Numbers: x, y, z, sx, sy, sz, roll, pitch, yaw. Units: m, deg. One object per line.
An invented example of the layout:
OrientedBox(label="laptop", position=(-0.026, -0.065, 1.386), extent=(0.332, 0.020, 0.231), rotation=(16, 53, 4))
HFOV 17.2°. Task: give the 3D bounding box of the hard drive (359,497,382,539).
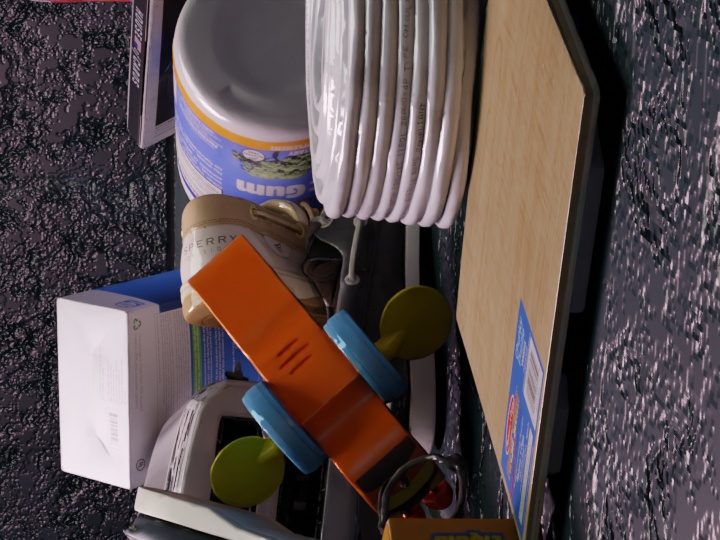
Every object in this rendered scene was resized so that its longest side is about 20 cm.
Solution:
OrientedBox(label="hard drive", position=(-0.003, 0.133, 1.359), extent=(0.200, 0.026, 0.133), rotation=(104, 163, -63))

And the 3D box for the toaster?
OrientedBox(label="toaster", position=(-0.058, 0.138, 1.256), extent=(0.129, 0.113, 0.201), rotation=(130, 149, -72))

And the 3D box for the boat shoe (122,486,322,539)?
OrientedBox(label="boat shoe", position=(-0.031, 0.150, 1.067), extent=(0.075, 0.199, 0.062), rotation=(16, -90, -58))

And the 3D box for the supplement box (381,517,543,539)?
OrientedBox(label="supplement box", position=(0.033, 0.179, 0.962), extent=(0.201, 0.066, 0.069), rotation=(100, 169, -52))

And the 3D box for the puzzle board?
OrientedBox(label="puzzle board", position=(0.064, -0.019, 0.894), extent=(0.151, 0.017, 0.201), rotation=(-104, 14, -54))

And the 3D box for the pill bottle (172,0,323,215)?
OrientedBox(label="pill bottle", position=(-0.049, -0.082, 1.339), extent=(0.200, 0.111, 0.113), rotation=(96, 170, -66))

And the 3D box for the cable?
OrientedBox(label="cable", position=(0.012, -0.118, 1.024), extent=(0.201, 0.069, 0.201), rotation=(-96, 9, -54))

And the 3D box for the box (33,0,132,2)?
OrientedBox(label="box", position=(-0.112, -0.218, 1.470), extent=(0.095, 0.198, 0.100), rotation=(-158, 67, -83))

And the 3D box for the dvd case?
OrientedBox(label="dvd case", position=(-0.063, -0.156, 1.348), extent=(0.025, 0.150, 0.200), rotation=(55, 160, 17))

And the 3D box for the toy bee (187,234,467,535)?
OrientedBox(label="toy bee", position=(-0.007, 0.077, 1.088), extent=(0.109, 0.130, 0.201), rotation=(51, -161, -50))

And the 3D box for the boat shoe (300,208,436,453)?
OrientedBox(label="boat shoe", position=(0.000, 0.000, 1.192), extent=(0.074, 0.060, 0.201), rotation=(103, 164, -64))

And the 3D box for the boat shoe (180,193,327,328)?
OrientedBox(label="boat shoe", position=(-0.040, -0.005, 1.260), extent=(0.200, 0.073, 0.070), rotation=(18, -120, -72))

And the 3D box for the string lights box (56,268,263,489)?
OrientedBox(label="string lights box", position=(-0.086, 0.052, 1.390), extent=(0.059, 0.199, 0.104), rotation=(10, 105, 37))
